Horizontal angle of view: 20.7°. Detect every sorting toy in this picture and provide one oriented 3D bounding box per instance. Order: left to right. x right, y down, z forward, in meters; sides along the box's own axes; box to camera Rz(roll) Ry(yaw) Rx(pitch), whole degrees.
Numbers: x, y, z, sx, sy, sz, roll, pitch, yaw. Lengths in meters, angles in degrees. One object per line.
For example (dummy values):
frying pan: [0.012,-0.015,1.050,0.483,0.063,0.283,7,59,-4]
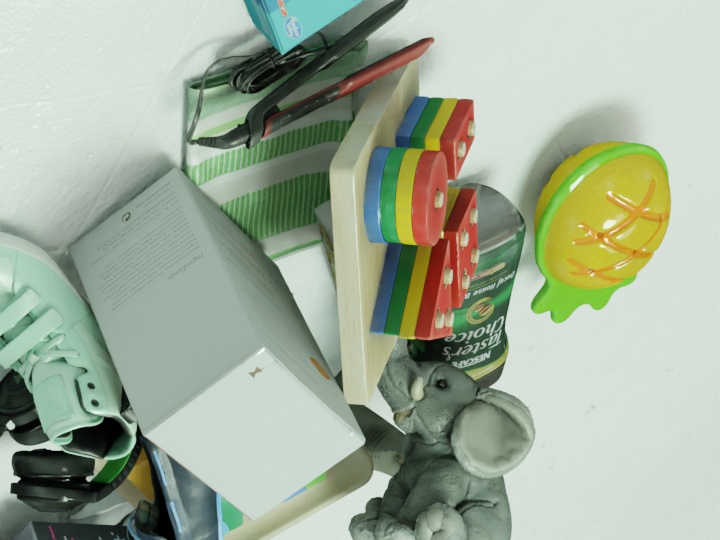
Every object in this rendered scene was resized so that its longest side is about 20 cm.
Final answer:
sorting toy: [-0.108,0.156,1.624,0.185,0.037,0.200,-30,128,9]
sorting toy: [0.040,-0.033,1.482,0.199,0.069,0.201,-64,155,-56]

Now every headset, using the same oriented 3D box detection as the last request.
headset: [-0.250,0.127,1.495,0.200,0.094,0.124,-26,110,-49]

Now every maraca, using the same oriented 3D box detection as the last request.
maraca: [0.210,-0.032,1.747,0.136,0.107,0.201,-14,137,-22]

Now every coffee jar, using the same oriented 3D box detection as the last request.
coffee jar: [0.082,0.027,1.709,0.104,0.085,0.201,-23,142,-23]

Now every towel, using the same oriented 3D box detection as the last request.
towel: [-0.066,-0.081,1.509,0.152,0.023,0.201,-21,140,-25]

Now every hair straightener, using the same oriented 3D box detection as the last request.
hair straightener: [-0.046,-0.150,1.428,0.199,0.077,0.041,-31,-179,-16]

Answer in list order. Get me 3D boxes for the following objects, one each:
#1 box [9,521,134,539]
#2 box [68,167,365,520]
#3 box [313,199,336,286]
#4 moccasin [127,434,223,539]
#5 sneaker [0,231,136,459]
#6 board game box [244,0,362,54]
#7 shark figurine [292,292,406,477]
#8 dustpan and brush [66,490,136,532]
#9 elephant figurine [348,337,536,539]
box: [-0.239,0.323,1.605,0.132,0.201,0.114,-40,148,28]
box: [-0.106,0.053,1.438,0.106,0.200,0.152,-35,137,8]
box: [0.000,0.000,1.612,0.039,0.042,0.200,-30,155,-8]
moccasin: [-0.153,0.194,1.577,0.068,0.080,0.201,-15,122,-25]
sneaker: [-0.227,0.055,1.386,0.074,0.118,0.200,-40,124,19]
board game box: [-0.003,-0.262,1.353,0.200,0.047,0.151,-34,144,-10]
shark figurine: [-0.029,0.101,1.716,0.214,0.128,0.090,42,63,-30]
dustpan and brush: [-0.139,0.203,1.709,0.200,0.057,0.140,-37,143,-5]
elephant figurine: [0.074,0.142,1.636,0.155,0.141,0.201,39,61,-64]
